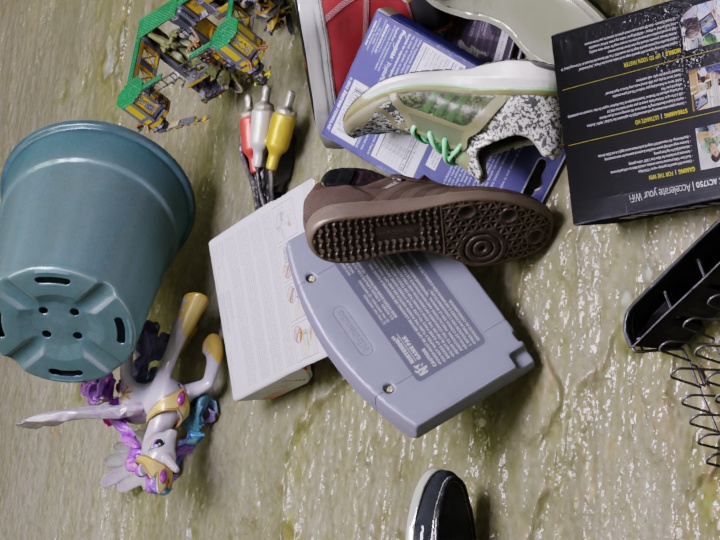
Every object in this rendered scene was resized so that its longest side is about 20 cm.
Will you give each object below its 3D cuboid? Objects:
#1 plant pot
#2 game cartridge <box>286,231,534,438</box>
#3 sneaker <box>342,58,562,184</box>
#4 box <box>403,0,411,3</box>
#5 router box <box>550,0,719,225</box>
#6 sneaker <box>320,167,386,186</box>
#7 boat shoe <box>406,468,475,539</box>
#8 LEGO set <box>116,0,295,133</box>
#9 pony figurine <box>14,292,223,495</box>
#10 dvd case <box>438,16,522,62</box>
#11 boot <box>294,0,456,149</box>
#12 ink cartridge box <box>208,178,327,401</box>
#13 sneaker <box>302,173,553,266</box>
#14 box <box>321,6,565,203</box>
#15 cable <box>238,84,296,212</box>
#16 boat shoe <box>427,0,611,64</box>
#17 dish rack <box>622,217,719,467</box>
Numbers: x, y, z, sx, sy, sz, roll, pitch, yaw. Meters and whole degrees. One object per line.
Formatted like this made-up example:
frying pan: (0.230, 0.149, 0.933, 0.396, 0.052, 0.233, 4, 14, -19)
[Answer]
plant pot: (-0.275, -0.009, 1.889, 0.200, 0.200, 0.196, -48, 22, 36)
game cartridge: (0.031, 0.033, 1.564, 0.200, 0.133, 0.042, 55, 170, 24)
sneaker: (0.075, -0.112, 1.534, 0.200, 0.077, 0.089, -7, 80, 28)
box: (0.065, -0.331, 1.528, 0.200, 0.124, 0.098, -39, 48, 13)
router box: (0.228, -0.118, 1.409, 0.200, 0.051, 0.150, -9, 86, 53)
sneaker: (0.000, 0.000, 1.704, 0.200, 0.075, 0.116, -109, 26, -54)
boat shoe: (0.079, 0.252, 1.510, 0.066, 0.074, 0.200, -12, 65, 38)
LEGO set: (-0.135, -0.204, 1.906, 0.200, 0.116, 0.154, -33, 39, 28)
pony figurine: (-0.220, 0.134, 1.924, 0.193, 0.166, 0.200, -13, 55, 44)
dvd case: (0.072, -0.180, 1.699, 0.200, 0.016, 0.149, 20, 96, 56)
boot: (0.022, -0.186, 1.700, 0.200, 0.144, 0.073, 85, 173, -55)
ink cartridge box: (-0.065, 0.019, 1.771, 0.200, 0.050, 0.163, -27, 70, 51)
sneaker: (0.053, -0.052, 1.552, 0.076, 0.199, 0.071, -100, 13, -50)
box: (0.076, -0.117, 1.603, 0.200, 0.032, 0.121, 33, 111, 17)
cable: (-0.100, -0.077, 1.879, 0.097, 0.050, 0.201, 0, 80, 52)
boat shoe: (0.140, -0.216, 1.568, 0.199, 0.066, 0.075, 25, 123, 33)
dish rack: (0.272, 0.068, 1.316, 0.153, 0.054, 0.200, -49, 45, 36)
